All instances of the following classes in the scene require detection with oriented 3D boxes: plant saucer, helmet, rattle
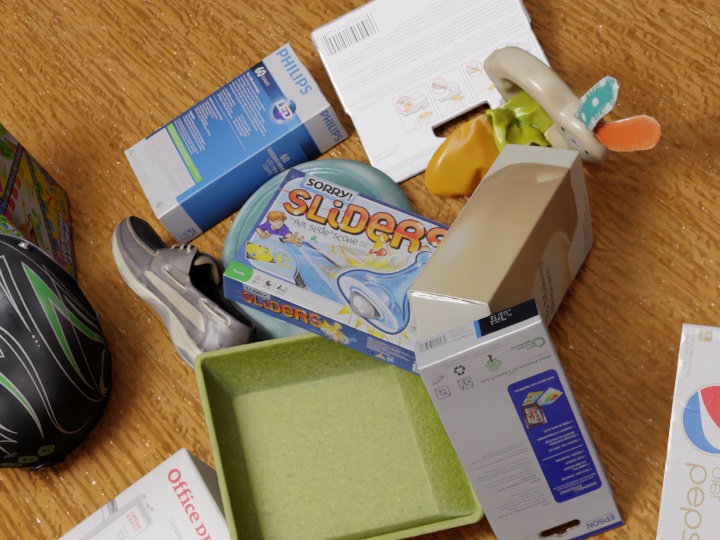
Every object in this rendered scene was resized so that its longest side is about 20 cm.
[{"bbox_3d":[-0.021,0.145,1.059,0.198,0.048,0.201,-10,55,-10],"label":"plant saucer"},{"bbox_3d":[-0.328,0.072,1.167,0.198,0.191,0.202,-10,58,16],"label":"helmet"},{"bbox_3d":[0.144,-0.107,1.103,0.142,0.131,0.200,-29,34,-10],"label":"rattle"},{"bbox_3d":[-0.045,-0.021,1.201,0.198,0.027,0.202,-9,63,18],"label":"plant saucer"}]

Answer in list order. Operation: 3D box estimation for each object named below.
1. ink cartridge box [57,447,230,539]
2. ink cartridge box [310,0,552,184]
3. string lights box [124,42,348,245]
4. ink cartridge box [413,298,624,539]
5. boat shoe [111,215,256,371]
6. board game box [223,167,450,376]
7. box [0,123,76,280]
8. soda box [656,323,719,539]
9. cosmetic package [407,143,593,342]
[{"bbox_3d":[-0.177,0.264,1.059,0.199,0.083,0.147,-37,54,-1],"label":"ink cartridge box"},{"bbox_3d":[0.076,-0.194,1.253,0.199,0.045,0.177,-25,80,7],"label":"ink cartridge box"},{"bbox_3d":[-0.124,-0.126,1.283,0.199,0.059,0.103,-33,55,1],"label":"string lights box"},{"bbox_3d":[0.121,0.124,0.974,0.099,0.201,0.039,-21,26,7],"label":"ink cartridge box"},{"bbox_3d":[-0.157,0.014,1.199,0.073,0.074,0.200,-48,63,14],"label":"boat shoe"},{"bbox_3d":[0.000,0.000,1.116,0.199,0.035,0.136,21,55,12],"label":"board game box"},{"bbox_3d":[-0.416,-0.044,1.272,0.198,0.193,0.123,-21,55,9],"label":"box"},{"bbox_3d":[0.257,0.142,0.929,0.068,0.064,0.202,6,83,26],"label":"soda box"},{"bbox_3d":[0.118,-0.003,1.046,0.071,0.106,0.200,8,44,29],"label":"cosmetic package"}]
